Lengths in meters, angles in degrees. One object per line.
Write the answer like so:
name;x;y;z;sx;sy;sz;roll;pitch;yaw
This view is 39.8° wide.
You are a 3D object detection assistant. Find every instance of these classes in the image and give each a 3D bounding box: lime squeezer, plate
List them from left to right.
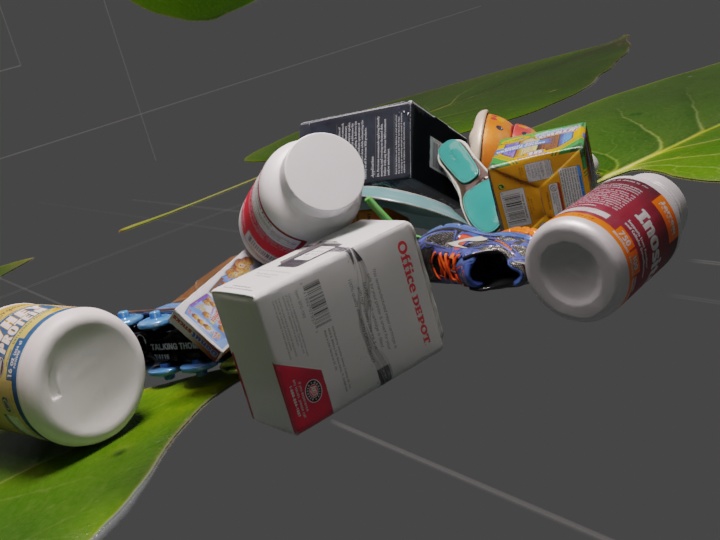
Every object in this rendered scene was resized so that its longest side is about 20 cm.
plate;0.062;-0.088;1.392;0.200;0.026;0.200;13;-5;1
lime squeezer;0.079;-0.038;1.283;0.038;0.071;0.200;-18;-26;34

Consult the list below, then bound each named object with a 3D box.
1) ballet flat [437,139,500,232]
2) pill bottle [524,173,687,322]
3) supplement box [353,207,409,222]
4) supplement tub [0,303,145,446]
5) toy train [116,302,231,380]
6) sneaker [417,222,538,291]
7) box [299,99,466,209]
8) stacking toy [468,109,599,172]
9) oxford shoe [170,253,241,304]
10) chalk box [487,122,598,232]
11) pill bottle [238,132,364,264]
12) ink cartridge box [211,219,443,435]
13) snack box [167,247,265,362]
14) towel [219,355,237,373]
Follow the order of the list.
ballet flat;0.173;-0.112;1.444;0.069;0.069;0.200;-18;50;-8
pill bottle;0.268;-0.034;1.054;0.113;0.113;0.200;-1;22;41
supplement box;-0.032;-0.042;1.411;0.200;0.067;0.069;-6;-15;34
supplement tub;-0.345;0.109;1.086;0.200;0.145;0.145;0;22;44
toy train;-0.214;0.078;1.192;0.200;0.087;0.114;-6;10;35
sneaker;0.131;-0.012;1.190;0.200;0.075;0.078;-5;22;38
box;0.038;-0.163;1.550;0.196;0.124;0.200;-5;-12;30
stacking toy;0.270;-0.172;1.552;0.200;0.146;0.146;6;20;10
oxford shoe;-0.178;0.027;1.270;0.200;0.071;0.071;-24;41;42
chalk box;0.253;-0.119;1.338;0.124;0.125;0.200;-10;18;19
pill bottle;-0.064;-0.076;1.093;0.112;0.112;0.200;-22;-7;-21
ink cartridge box;-0.027;0.049;0.992;0.200;0.145;0.083;-27;19;-34
snack box;-0.132;0.023;1.144;0.024;0.072;0.200;-50;-2;42
towel;-0.069;0.034;1.100;0.200;0.023;0.144;-48;9;-26
